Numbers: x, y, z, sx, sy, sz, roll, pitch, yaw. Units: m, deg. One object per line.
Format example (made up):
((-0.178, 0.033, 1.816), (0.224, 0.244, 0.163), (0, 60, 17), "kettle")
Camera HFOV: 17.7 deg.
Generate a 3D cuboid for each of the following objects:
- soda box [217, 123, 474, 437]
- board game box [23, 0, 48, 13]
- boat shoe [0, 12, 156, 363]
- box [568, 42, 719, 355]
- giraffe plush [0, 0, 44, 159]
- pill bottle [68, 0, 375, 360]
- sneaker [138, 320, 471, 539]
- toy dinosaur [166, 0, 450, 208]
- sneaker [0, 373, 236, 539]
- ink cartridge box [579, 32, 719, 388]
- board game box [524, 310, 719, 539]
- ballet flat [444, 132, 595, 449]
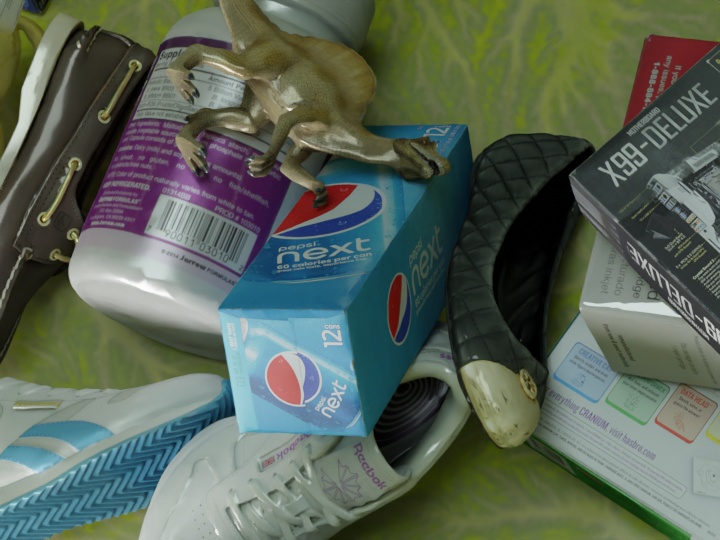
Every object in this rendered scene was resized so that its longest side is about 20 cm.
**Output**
((0.000, 0.000, 1.101), (0.064, 0.068, 0.200), (0, 28, 19), "soda box")
((-0.177, -0.287, 1.302), (0.062, 0.200, 0.200), (20, 61, 24), "board game box")
((-0.168, -0.037, 1.238), (0.059, 0.072, 0.200), (19, 80, 1), "boat shoe")
((0.214, -0.046, 0.979), (0.200, 0.050, 0.158), (-42, 60, -4), "box")
((-0.278, -0.108, 1.259), (0.162, 0.173, 0.200), (12, 64, 27), "giraffe plush")
((-0.064, -0.063, 1.189), (0.112, 0.112, 0.200), (14, 72, 24), "pill bottle")
((-0.028, 0.094, 1.110), (0.200, 0.100, 0.075), (-38, 100, 1), "sneaker")
((-0.044, -0.093, 1.122), (0.101, 0.058, 0.200), (-30, 67, -29), "toy dinosaur")
((-0.157, 0.088, 1.176), (0.200, 0.077, 0.081), (-21, 60, 7), "sneaker")
((0.216, -0.019, 1.043), (0.200, 0.083, 0.147), (8, 69, 22), "ink cartridge box")
((0.188, 0.034, 1.101), (0.153, 0.040, 0.200), (33, 81, 28), "board game box")
((0.078, 0.001, 1.108), (0.057, 0.066, 0.200), (-15, 41, 23), "ballet flat")
